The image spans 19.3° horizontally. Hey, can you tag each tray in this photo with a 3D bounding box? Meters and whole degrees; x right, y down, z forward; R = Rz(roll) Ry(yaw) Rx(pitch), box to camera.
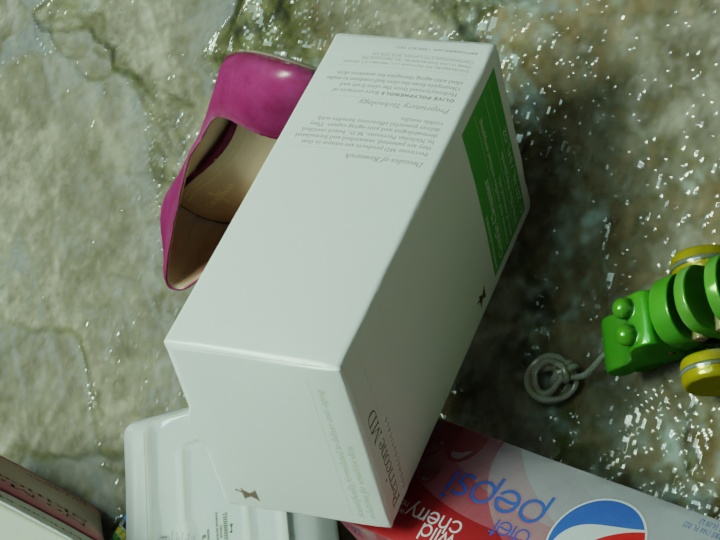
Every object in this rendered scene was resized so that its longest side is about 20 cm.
[{"bbox_3d":[-0.065,0.128,1.005,0.107,0.022,0.200,-17,43,9],"label":"tray"}]

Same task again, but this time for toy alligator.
[{"bbox_3d":[0.136,0.020,0.900,0.200,0.054,0.059,-20,62,37],"label":"toy alligator"}]

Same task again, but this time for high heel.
[{"bbox_3d":[-0.057,-0.045,1.054,0.200,0.067,0.096,137,152,-75],"label":"high heel"}]

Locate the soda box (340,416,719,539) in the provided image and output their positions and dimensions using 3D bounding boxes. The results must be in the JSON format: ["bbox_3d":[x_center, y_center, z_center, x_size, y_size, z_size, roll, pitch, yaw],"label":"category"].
[{"bbox_3d":[0.088,0.124,0.886,0.200,0.070,0.063,16,64,45],"label":"soda box"}]

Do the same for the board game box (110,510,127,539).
[{"bbox_3d":[-0.078,0.226,1.024,0.200,0.057,0.165,37,99,44],"label":"board game box"}]

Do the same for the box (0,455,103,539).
[{"bbox_3d":[-0.205,0.149,1.050,0.109,0.128,0.200,-62,8,-4],"label":"box"}]

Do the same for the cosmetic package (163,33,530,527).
[{"bbox_3d":[0.000,0.000,0.930,0.085,0.108,0.200,6,49,22],"label":"cosmetic package"}]
